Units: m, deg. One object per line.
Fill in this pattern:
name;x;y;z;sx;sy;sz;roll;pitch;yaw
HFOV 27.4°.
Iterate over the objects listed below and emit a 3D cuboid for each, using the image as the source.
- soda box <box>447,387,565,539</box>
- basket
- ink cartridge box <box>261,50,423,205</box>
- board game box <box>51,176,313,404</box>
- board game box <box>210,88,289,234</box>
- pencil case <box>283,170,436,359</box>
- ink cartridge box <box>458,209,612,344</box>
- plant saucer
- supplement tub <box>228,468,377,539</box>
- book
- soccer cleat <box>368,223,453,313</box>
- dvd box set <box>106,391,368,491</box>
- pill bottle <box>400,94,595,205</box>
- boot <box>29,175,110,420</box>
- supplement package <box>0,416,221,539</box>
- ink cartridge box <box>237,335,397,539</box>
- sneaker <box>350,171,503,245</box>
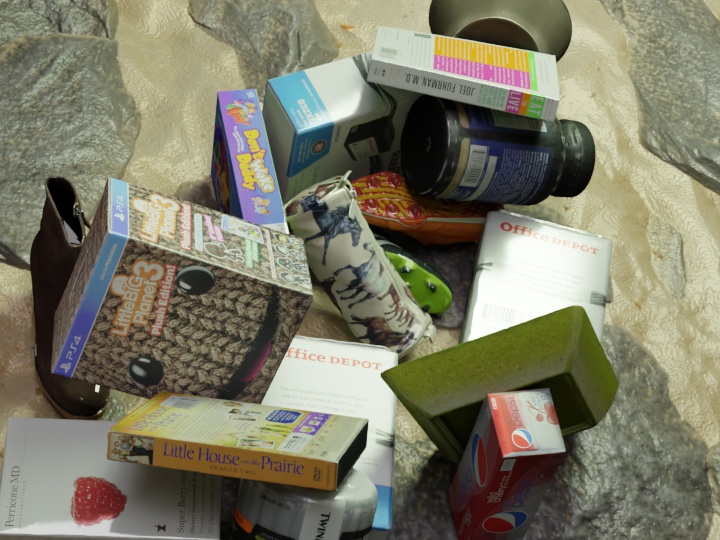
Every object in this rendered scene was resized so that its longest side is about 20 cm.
soda box;0.134;0.192;1.393;0.062;0.201;0.071;-4;55;-13
basket;0.157;-0.263;1.722;0.178;0.138;0.200;13;24;3
ink cartridge box;-0.009;-0.163;1.662;0.198;0.146;0.084;-19;60;-22
board game box;-0.166;0.031;1.367;0.198;0.161;0.097;17;28;-19
board game box;-0.121;-0.073;1.584;0.044;0.135;0.202;-6;55;-13
pencil case;0.000;0.000;1.536;0.201;0.089;0.078;58;43;-10
ink cartridge box;0.183;0.049;1.580;0.142;0.084;0.202;14;54;1
plant saucer;0.142;0.124;1.408;0.197;0.200;0.048;-20;59;11
supplement tub;-0.063;0.270;1.296;0.121;0.203;0.123;13;9;-2
book;0.109;-0.209;1.563;0.197;0.049;0.134;13;22;-1
soccer cleat;0.017;-0.019;1.616;0.198;0.068;0.081;26;38;8
dvd box set;-0.101;0.145;1.273;0.197;0.030;0.146;6;9;9
pill bottle;0.152;-0.129;1.605;0.197;0.112;0.113;4;51;-28
boot;-0.289;0.030;1.457;0.071;0.167;0.202;-9;55;-19
supplement package;-0.228;0.219;1.360;0.197;0.120;0.123;3;54;-8
ink cartridge box;-0.042;0.174;1.448;0.144;0.086;0.202;7;51;-5
sneaker;0.065;-0.057;1.628;0.197;0.077;0.074;8;50;-26
